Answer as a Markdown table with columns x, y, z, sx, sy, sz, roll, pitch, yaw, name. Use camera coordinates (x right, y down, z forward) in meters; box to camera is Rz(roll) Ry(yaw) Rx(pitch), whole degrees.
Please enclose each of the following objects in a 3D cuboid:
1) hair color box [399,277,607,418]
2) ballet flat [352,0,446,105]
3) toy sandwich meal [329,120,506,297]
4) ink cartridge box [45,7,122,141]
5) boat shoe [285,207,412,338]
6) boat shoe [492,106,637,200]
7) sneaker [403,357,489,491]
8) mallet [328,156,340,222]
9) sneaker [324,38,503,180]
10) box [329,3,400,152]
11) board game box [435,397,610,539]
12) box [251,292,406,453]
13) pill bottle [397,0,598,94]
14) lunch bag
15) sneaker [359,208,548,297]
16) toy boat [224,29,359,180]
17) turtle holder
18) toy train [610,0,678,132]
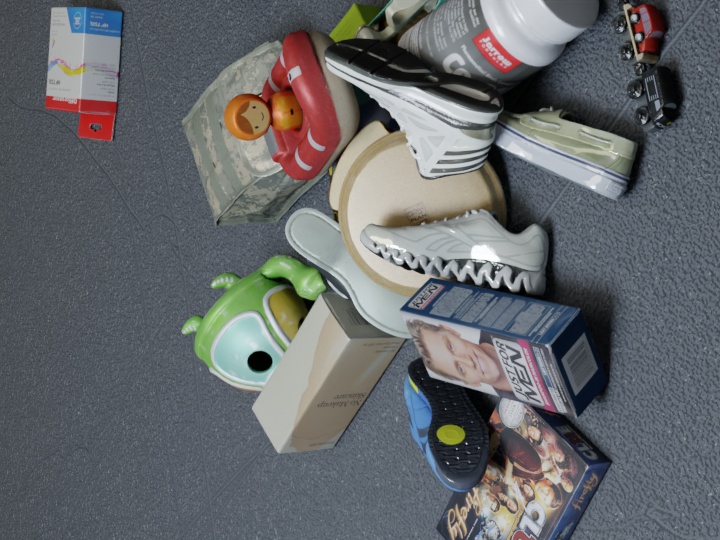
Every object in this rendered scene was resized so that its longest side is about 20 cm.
| x | y | z | sx | sy | sz | roll | pitch | yaw | name |
| --- | --- | --- | --- | --- | --- | --- | --- | --- | --- |
| 0.142 | 0.076 | 1.375 | 0.200 | 0.061 | 0.100 | 12 | 137 | 46 | hair color box |
| 0.034 | -0.268 | 1.500 | 0.200 | 0.070 | 0.067 | -45 | 61 | 16 | ballet flat |
| 0.063 | -0.067 | 1.483 | 0.205 | 0.070 | 0.206 | 2 | 100 | 12 | toy sandwich meal |
| -0.432 | -0.306 | 2.109 | 0.116 | 0.067 | 0.200 | 12 | 99 | 50 | ink cartridge box |
| 0.000 | 0.000 | 1.559 | 0.076 | 0.060 | 0.200 | -45 | 87 | 2 | boat shoe |
| 0.195 | -0.131 | 1.365 | 0.200 | 0.072 | 0.062 | 30 | 96 | 37 | boat shoe |
| 0.092 | 0.178 | 1.452 | 0.200 | 0.066 | 0.079 | -110 | 18 | -55 | sneaker |
| -0.038 | -0.148 | 1.593 | 0.066 | 0.041 | 0.200 | 11 | 105 | 53 | mallet |
| 0.043 | -0.155 | 1.384 | 0.200 | 0.076 | 0.115 | 26 | 129 | 21 | sneaker |
| 0.012 | -0.198 | 1.589 | 0.122 | 0.048 | 0.200 | -46 | 57 | 41 | box |
| 0.165 | 0.236 | 1.412 | 0.135 | 0.035 | 0.200 | 45 | 123 | 40 | board game box |
| -0.040 | 0.122 | 1.615 | 0.078 | 0.095 | 0.200 | 56 | 131 | 34 | box |
| 0.138 | -0.242 | 1.387 | 0.200 | 0.114 | 0.114 | -30 | 67 | 47 | pill bottle |
| -0.122 | -0.171 | 1.692 | 0.200 | 0.117 | 0.164 | -41 | 62 | 46 | lunch bag |
| 0.100 | -0.028 | 1.414 | 0.200 | 0.075 | 0.081 | 12 | 90 | 7 | sneaker |
| -0.086 | -0.176 | 1.487 | 0.131 | 0.131 | 0.200 | 70 | 156 | 14 | toy boat |
| -0.114 | 0.068 | 1.693 | 0.185 | 0.141 | 0.132 | -42 | 67 | -5 | turtle holder |
| 0.267 | -0.230 | 1.295 | 0.046 | 0.034 | 0.200 | -23 | 73 | 44 | toy train |
